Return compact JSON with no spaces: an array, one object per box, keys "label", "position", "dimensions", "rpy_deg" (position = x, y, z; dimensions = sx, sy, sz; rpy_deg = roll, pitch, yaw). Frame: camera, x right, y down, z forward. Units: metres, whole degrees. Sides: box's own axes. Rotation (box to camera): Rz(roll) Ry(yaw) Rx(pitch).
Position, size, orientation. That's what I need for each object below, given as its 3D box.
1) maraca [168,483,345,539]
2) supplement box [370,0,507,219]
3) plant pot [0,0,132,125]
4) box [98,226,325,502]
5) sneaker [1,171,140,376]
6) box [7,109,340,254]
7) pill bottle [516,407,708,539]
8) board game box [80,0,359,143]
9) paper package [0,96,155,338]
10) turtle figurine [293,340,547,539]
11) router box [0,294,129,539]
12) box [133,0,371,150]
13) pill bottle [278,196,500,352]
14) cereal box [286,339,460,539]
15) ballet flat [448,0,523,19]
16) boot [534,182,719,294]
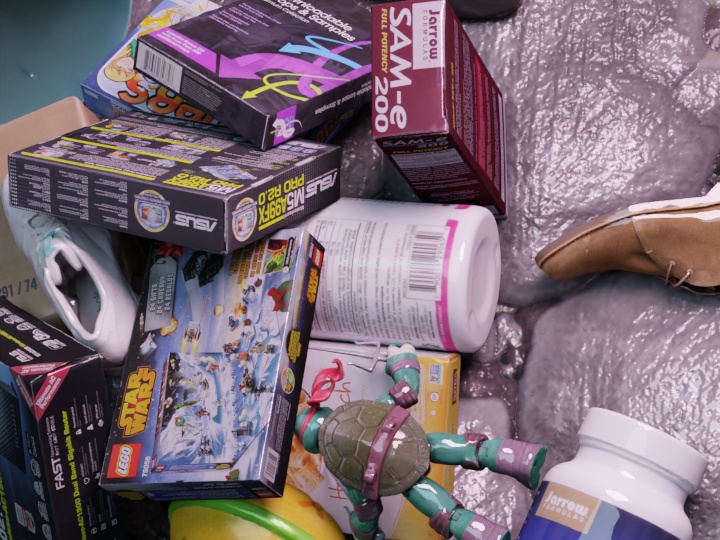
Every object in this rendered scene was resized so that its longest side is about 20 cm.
[{"label":"maraca","position":[-0.053,0.220,1.393],"dimensions":[0.200,0.137,0.107],"rpy_deg":[27,63,5]},{"label":"supplement box","position":[0.062,-0.116,1.433],"dimensions":[0.061,0.200,0.109],"rpy_deg":[-5,71,15]},{"label":"plant pot","position":[-0.320,-0.236,1.602],"dimensions":[0.161,0.201,0.201],"rpy_deg":[34,85,37]},{"label":"box","position":[-0.107,0.069,1.381],"dimensions":[0.137,0.040,0.200],"rpy_deg":[-4,61,27]},{"label":"sneaker","position":[-0.225,-0.015,1.442],"dimensions":[0.075,0.088,0.200],"rpy_deg":[-36,66,5]},{"label":"box","position":[-0.139,-0.071,1.425],"dimensions":[0.200,0.160,0.044],"rpy_deg":[12,113,27]},{"label":"pill bottle","position":[0.167,0.207,1.346],"dimensions":[0.116,0.116,0.200],"rpy_deg":[21,80,22]},{"label":"board game box","position":[-0.112,-0.148,1.562],"dimensions":[0.200,0.034,0.135],"rpy_deg":[26,59,22]},{"label":"paper package","position":[-0.279,-0.017,1.563],"dimensions":[0.200,0.103,0.191],"rpy_deg":[-22,70,9]},{"label":"turtle figurine","position":[0.024,0.134,1.356],"dimensions":[0.200,0.101,0.150],"rpy_deg":[22,99,19]},{"label":"router box","position":[-0.247,0.136,1.438],"dimensions":[0.062,0.200,0.150],"rpy_deg":[-21,27,-32]},{"label":"box","position":[-0.060,-0.170,1.505],"dimensions":[0.143,0.200,0.036],"rpy_deg":[32,128,27]},{"label":"pill bottle","position":[0.000,0.000,1.464],"dimensions":[0.200,0.113,0.114],"rpy_deg":[5,75,19]},{"label":"cereal box","position":[-0.026,0.127,1.449],"dimensions":[0.200,0.040,0.144],"rpy_deg":[4,96,18]},{"label":"ballet flat","position":[0.043,-0.254,1.560],"dimensions":[0.200,0.067,0.057],"rpy_deg":[16,52,18]},{"label":"boot","position":[0.232,-0.014,1.424],"dimensions":[0.200,0.074,0.076],"rpy_deg":[-14,80,10]}]
